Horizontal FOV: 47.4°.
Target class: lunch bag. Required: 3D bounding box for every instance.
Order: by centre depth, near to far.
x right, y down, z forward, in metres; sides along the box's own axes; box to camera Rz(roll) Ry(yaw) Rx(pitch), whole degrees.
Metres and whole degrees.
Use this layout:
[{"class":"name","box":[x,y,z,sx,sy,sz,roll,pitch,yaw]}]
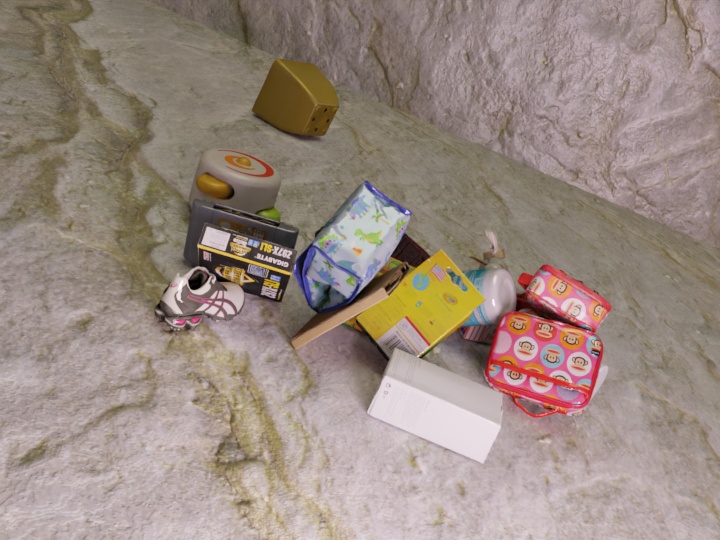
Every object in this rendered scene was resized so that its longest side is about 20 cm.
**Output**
[{"class":"lunch bag","box":[-0.019,-0.029,1.395,0.127,0.200,0.170,36,63,6]},{"class":"lunch bag","box":[0.331,0.180,1.501,0.199,0.177,0.082,15,-19,16]},{"class":"lunch bag","box":[0.388,0.057,1.600,0.176,0.082,0.200,32,-2,11]}]

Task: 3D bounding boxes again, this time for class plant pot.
[{"class":"plant pot","box":[-0.185,-0.531,2.615,0.200,0.195,0.195,43,29,24]}]

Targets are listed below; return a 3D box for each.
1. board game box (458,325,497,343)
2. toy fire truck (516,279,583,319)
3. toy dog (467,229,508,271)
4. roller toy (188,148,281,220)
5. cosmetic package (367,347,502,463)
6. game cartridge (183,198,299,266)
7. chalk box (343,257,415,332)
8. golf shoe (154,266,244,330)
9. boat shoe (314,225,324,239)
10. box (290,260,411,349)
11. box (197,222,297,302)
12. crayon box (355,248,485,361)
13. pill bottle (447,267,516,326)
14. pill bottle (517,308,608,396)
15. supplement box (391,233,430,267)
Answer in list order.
[{"class":"board game box","box":[0.261,0.091,1.777,0.151,0.047,0.200,13,24,-22]},{"class":"toy fire truck","box":[0.415,0.075,1.907,0.167,0.113,0.199,8,9,39]},{"class":"toy dog","box":[0.271,0.004,1.786,0.200,0.096,0.133,41,35,-63]},{"class":"roller toy","box":[-0.272,-0.180,1.775,0.199,0.140,0.183,10,24,-27]},{"class":"cosmetic package","box":[0.124,0.215,1.321,0.199,0.082,0.113,25,22,4]},{"class":"game cartridge","box":[-0.223,-0.044,1.514,0.199,0.134,0.042,15,22,-3]},{"class":"chalk box","box":[0.034,0.045,1.566,0.199,0.125,0.125,24,21,5]},{"class":"golf shoe","box":[-0.251,0.039,1.364,0.077,0.089,0.200,29,20,20]},{"class":"boat shoe","box":[-0.066,-0.062,1.673,0.060,0.074,0.200,26,23,-8]},{"class":"box","box":[-0.014,0.058,1.422,0.021,0.199,0.163,57,23,-5]},{"class":"box","box":[-0.198,-0.009,1.413,0.159,0.050,0.200,15,-18,-6]},{"class":"crayon box","box":[0.106,0.073,1.447,0.127,0.200,0.051,50,-8,12]},{"class":"pill bottle","box":[0.200,0.057,1.635,0.199,0.112,0.111,-6,5,33]},{"class":"pill bottle","box":[0.375,0.171,1.608,0.200,0.117,0.116,34,25,29]},{"class":"supplement box","box":[0.129,-0.009,1.803,0.109,0.061,0.200,39,8,-29]}]
